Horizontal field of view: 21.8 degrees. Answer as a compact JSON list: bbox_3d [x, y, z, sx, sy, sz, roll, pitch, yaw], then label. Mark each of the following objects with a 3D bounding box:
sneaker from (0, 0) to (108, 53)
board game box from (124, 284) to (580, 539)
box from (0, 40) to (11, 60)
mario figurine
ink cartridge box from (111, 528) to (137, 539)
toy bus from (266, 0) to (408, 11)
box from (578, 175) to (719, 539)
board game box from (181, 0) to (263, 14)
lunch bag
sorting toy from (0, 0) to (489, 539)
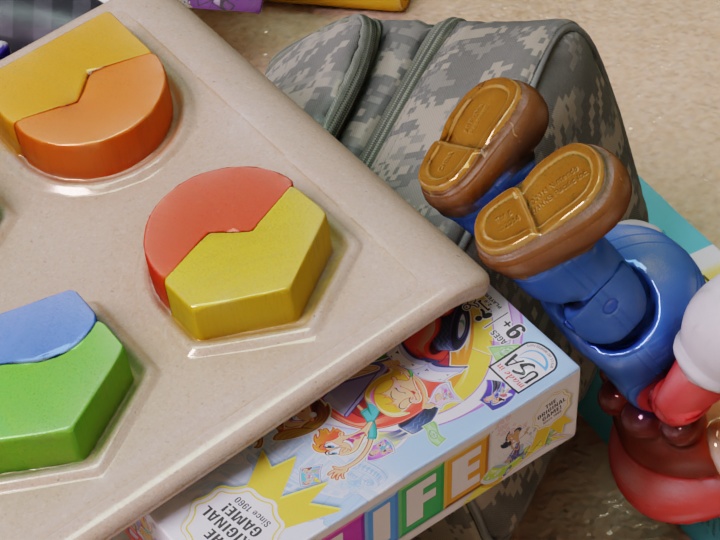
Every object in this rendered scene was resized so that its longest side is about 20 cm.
[{"bbox_3d":[-0.152,-0.101,0.846,0.200,0.072,0.083,38,60,7],"label":"sneaker"},{"bbox_3d":[-0.045,0.013,0.603,0.134,0.034,0.200,-30,53,-23],"label":"board game box"},{"bbox_3d":[-0.243,-0.004,0.683,0.183,0.105,0.200,15,49,21],"label":"box"},{"bbox_3d":[0.109,0.006,0.650,0.106,0.200,0.124,-17,48,28],"label":"mario figurine"},{"bbox_3d":[-0.103,0.161,0.603,0.144,0.146,0.201,-6,52,3],"label":"ink cartridge box"},{"bbox_3d":[-0.064,-0.198,1.069,0.199,0.065,0.078,7,46,15],"label":"toy bus"},{"bbox_3d":[0.131,0.035,0.795,0.082,0.049,0.200,-24,44,-17],"label":"box"},{"bbox_3d":[-0.155,-0.181,0.953,0.199,0.032,0.120,1,46,-21],"label":"board game box"},{"bbox_3d":[0.000,0.000,0.741,0.167,0.140,0.201,5,53,32],"label":"lunch bag"},{"bbox_3d":[-0.089,-0.008,0.575,0.199,0.037,0.185,-30,53,-24],"label":"sorting toy"}]
